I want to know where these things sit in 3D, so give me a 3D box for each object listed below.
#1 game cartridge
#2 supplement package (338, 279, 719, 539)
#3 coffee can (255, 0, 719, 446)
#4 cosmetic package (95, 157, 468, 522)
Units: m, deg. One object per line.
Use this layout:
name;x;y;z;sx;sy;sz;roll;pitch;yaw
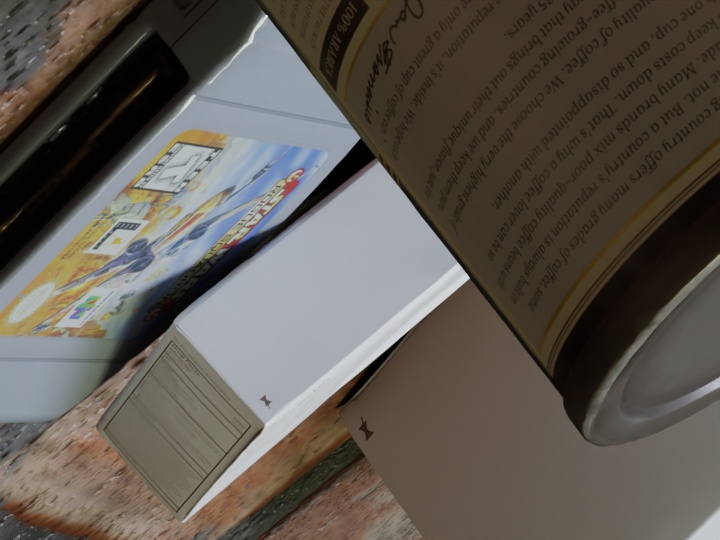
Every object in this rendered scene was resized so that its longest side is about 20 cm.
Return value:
game cartridge;-0.071;-0.022;0.949;0.200;0.042;0.133;-44;158;17
supplement package;0.113;0.054;1.287;0.111;0.156;0.200;-19;157;-43
coffee can;0.057;-0.077;0.782;0.146;0.200;0.147;-34;163;-12
cosmetic package;0.000;0.000;1.048;0.200;0.051;0.083;-39;176;-37
